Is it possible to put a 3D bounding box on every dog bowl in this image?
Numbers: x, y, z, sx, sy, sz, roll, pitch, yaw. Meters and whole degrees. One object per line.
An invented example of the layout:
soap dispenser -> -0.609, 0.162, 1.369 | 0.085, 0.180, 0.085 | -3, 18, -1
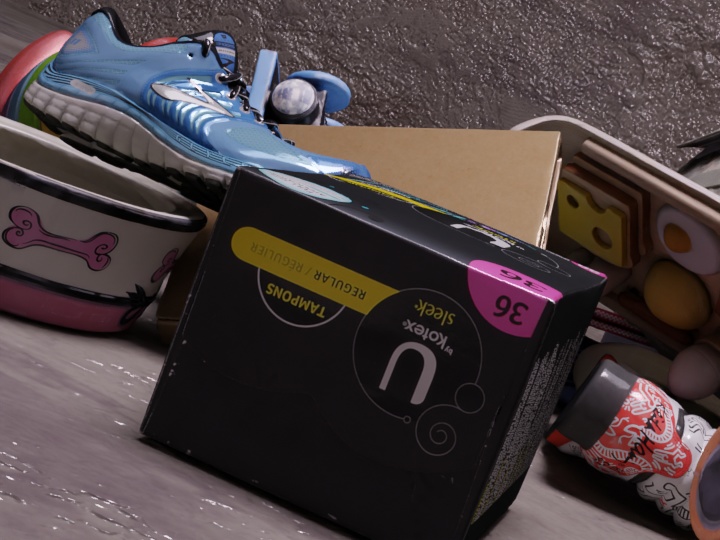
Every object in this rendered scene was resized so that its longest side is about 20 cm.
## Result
dog bowl -> -0.186, -0.031, 1.043 | 0.199, 0.074, 0.200 | 22, 6, -2

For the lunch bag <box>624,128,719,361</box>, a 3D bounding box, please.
lunch bag -> 0.270, -0.041, 1.299 | 0.118, 0.200, 0.164 | 41, -19, -14

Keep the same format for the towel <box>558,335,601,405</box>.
towel -> 0.115, 0.057, 1.430 | 0.199, 0.049, 0.112 | 16, 8, -41

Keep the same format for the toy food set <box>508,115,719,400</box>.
toy food set -> 0.168, 0.006, 1.198 | 0.200, 0.060, 0.144 | 34, -32, 34

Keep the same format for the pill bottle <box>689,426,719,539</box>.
pill bottle -> 0.272, 0.137, 1.030 | 0.199, 0.107, 0.106 | 20, 7, -17

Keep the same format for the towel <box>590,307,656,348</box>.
towel -> 0.142, 0.028, 1.436 | 0.144, 0.023, 0.200 | 18, 1, -25

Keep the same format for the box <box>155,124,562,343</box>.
box -> 0.003, -0.020, 1.080 | 0.199, 0.021, 0.164 | 2, 45, 14

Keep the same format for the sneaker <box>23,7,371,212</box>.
sneaker -> -0.080, -0.086, 1.054 | 0.199, 0.090, 0.078 | 24, -9, 13

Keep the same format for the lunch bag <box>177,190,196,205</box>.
lunch bag -> 0.000, 0.000, 1.201 | 0.170, 0.122, 0.200 | 27, 3, 35

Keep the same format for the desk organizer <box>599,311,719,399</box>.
desk organizer -> 0.269, 0.102, 1.477 | 0.077, 0.072, 0.200 | 19, 7, -45

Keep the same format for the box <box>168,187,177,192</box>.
box -> -0.102, -0.069, 1.552 | 0.077, 0.095, 0.200 | 23, 8, 4

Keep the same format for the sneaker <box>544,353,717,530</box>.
sneaker -> 0.172, 0.105, 1.178 | 0.108, 0.067, 0.201 | 36, 0, 6

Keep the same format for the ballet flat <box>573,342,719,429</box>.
ballet flat -> 0.209, 0.104, 1.311 | 0.200, 0.070, 0.069 | 27, 8, 36

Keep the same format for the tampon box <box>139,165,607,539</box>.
tampon box -> 0.014, 0.036, 0.908 | 0.149, 0.127, 0.200 | 22, 7, 11

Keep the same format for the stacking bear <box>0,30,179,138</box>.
stacking bear -> -0.153, -0.096, 1.240 | 0.200, 0.114, 0.122 | -8, -64, 56

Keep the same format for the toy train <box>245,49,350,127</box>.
toy train -> -0.066, -0.073, 1.347 | 0.114, 0.087, 0.200 | 8, -25, 5
